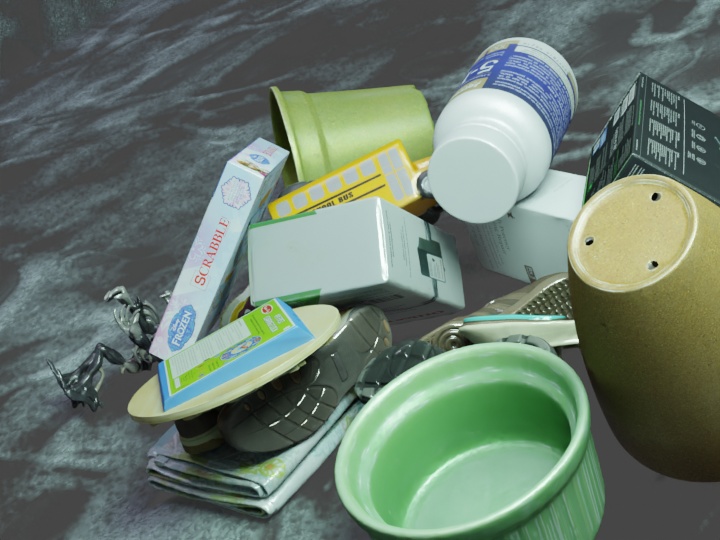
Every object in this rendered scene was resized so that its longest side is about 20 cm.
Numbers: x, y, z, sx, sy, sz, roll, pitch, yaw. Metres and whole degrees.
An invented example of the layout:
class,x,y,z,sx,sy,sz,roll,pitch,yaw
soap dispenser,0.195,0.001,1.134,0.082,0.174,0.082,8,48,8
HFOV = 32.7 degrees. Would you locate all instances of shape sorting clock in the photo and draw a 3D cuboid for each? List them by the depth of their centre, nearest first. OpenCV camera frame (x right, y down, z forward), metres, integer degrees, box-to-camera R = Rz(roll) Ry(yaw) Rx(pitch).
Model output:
class,x,y,z,sx,sy,sz,roll,pitch,yaw
shape sorting clock,-0.107,0.080,1.052,0.198,0.040,0.200,-27,12,6

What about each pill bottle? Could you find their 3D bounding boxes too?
class,x,y,z,sx,sy,sz,roll,pitch,yaw
pill bottle,0.137,-0.136,1.205,0.118,0.121,0.201,-8,28,28

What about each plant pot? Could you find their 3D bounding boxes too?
class,x,y,z,sx,sy,sz,roll,pitch,yaw
plant pot,0.229,0.025,0.889,0.184,0.200,0.189,-18,50,23
plant pot,-0.003,-0.146,1.523,0.181,0.203,0.201,-13,24,-8

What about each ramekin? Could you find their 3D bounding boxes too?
class,x,y,z,sx,sy,sz,roll,pitch,yaw
ramekin,0.088,0.157,0.926,0.197,0.099,0.201,-19,30,11

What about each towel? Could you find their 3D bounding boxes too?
class,x,y,z,sx,sy,sz,roll,pitch,yaw
towel,-0.089,0.148,1.170,0.169,0.049,0.200,5,37,39

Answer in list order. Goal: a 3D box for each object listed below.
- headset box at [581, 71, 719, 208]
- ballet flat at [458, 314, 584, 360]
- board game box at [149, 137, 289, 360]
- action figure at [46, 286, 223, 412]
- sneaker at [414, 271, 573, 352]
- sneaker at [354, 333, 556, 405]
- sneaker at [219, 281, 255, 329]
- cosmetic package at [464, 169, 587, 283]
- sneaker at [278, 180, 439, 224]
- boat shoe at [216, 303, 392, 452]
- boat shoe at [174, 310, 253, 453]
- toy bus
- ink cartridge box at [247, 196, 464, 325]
class,x,y,z,sx,sy,sz,roll,pitch,yaw
headset box,0.303,-0.058,1.075,0.093,0.198,0.175,-60,4,34
ballet flat,0.184,0.063,1.066,0.196,0.070,0.070,-7,28,11
board game box,-0.138,-0.024,1.234,0.041,0.202,0.200,24,12,-1
action figure,-0.254,0.073,1.387,0.198,0.103,0.119,-32,15,-15
sneaker,0.128,0.064,1.148,0.197,0.071,0.076,-24,1,1
sneaker,0.084,0.109,1.062,0.197,0.080,0.076,-5,42,34
sneaker,-0.081,0.021,1.381,0.089,0.076,0.201,-6,38,26
cosmetic package,0.191,-0.041,1.234,0.074,0.103,0.199,-33,26,-20
sneaker,0.002,-0.052,1.405,0.197,0.076,0.080,-2,61,-21
boat shoe,-0.056,0.097,1.116,0.199,0.077,0.071,-33,23,-36
boat shoe,-0.126,0.090,1.177,0.072,0.066,0.201,-12,27,20
toy bus,0.007,-0.074,1.305,0.198,0.079,0.065,-26,-16,3
ink cartridge box,0.000,0.000,1.206,0.144,0.085,0.199,-11,-14,23
